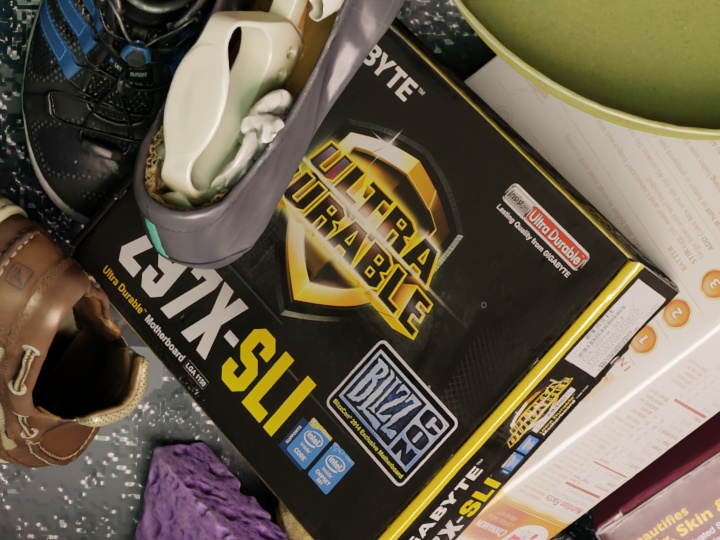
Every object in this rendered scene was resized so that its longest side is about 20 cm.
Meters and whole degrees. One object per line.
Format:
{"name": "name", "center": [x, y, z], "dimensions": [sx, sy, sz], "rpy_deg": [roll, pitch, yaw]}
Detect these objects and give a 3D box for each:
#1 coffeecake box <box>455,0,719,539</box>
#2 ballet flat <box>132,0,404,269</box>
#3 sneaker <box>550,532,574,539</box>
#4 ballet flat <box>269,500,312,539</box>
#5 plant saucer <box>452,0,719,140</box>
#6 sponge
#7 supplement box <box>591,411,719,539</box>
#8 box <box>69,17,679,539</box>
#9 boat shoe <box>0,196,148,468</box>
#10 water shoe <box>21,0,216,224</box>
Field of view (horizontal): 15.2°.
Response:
{"name": "coffeecake box", "center": [0.087, -0.007, 1.067], "dimensions": [0.200, 0.154, 0.073], "rpy_deg": [-38, 152, 13]}
{"name": "ballet flat", "center": [-0.030, -0.095, 1.020], "dimensions": [0.073, 0.073, 0.201], "rpy_deg": [28, 87, -12]}
{"name": "sneaker", "center": [0.104, 0.194, 1.129], "dimensions": [0.075, 0.200, 0.114], "rpy_deg": [-26, 115, -7]}
{"name": "ballet flat", "center": [0.016, 0.175, 1.186], "dimensions": [0.070, 0.071, 0.201], "rpy_deg": [-16, 116, 5]}
{"name": "plant saucer", "center": [0.115, -0.122, 1.022], "dimensions": [0.199, 0.201, 0.031], "rpy_deg": [11, 143, -6]}
{"name": "sponge", "center": [-0.073, 0.189, 1.166], "dimensions": [0.030, 0.112, 0.201], "rpy_deg": [-2, 115, -32]}
{"name": "supplement box", "center": [0.195, 0.136, 1.163], "dimensions": [0.110, 0.086, 0.200], "rpy_deg": [-34, 109, 12]}
{"name": "box", "center": [0.000, 0.000, 1.041], "dimensions": [0.160, 0.200, 0.049], "rpy_deg": [-49, 148, 9]}
{"name": "boat shoe", "center": [-0.122, 0.041, 1.066], "dimensions": [0.075, 0.202, 0.075], "rpy_deg": [29, 76, 16]}
{"name": "water shoe", "center": [-0.093, -0.104, 1.066], "dimensions": [0.071, 0.079, 0.201], "rpy_deg": [12, 111, -6]}
